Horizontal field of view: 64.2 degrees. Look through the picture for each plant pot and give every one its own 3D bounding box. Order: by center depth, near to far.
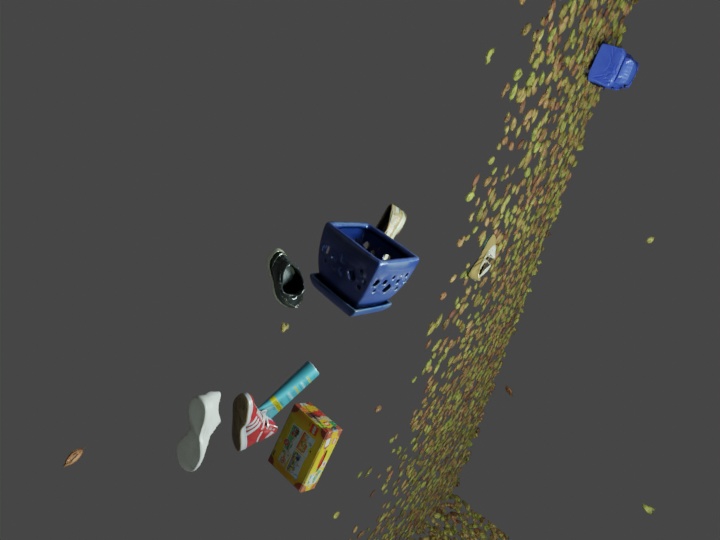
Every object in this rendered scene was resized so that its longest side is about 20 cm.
[{"bbox_3d":[0.000,0.000,1.464,0.199,0.199,0.182,-6,127,-54],"label":"plant pot"}]

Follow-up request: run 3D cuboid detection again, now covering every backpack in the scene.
[{"bbox_3d":[1.028,-0.807,2.325,0.199,0.167,0.165,-13,134,-55],"label":"backpack"}]

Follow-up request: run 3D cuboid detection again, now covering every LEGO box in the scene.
[{"bbox_3d":[-0.165,0.517,1.695,0.077,0.148,0.203,13,105,-58],"label":"LEGO box"}]

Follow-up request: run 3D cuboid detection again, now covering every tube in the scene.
[{"bbox_3d":[-0.203,0.337,1.594,0.200,0.050,0.078,-42,136,-17],"label":"tube"}]

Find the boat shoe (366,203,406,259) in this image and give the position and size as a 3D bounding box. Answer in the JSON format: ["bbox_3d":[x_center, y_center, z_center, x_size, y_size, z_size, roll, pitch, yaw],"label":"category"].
[{"bbox_3d":[0.051,-0.091,1.593,0.076,0.071,0.203,32,81,-45],"label":"boat shoe"}]

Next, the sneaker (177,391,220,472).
[{"bbox_3d":[-0.371,0.380,1.360,0.088,0.074,0.203,-16,128,-64],"label":"sneaker"}]

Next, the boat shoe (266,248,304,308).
[{"bbox_3d":[-0.165,0.033,1.365,0.074,0.066,0.201,-41,145,-28],"label":"boat shoe"}]

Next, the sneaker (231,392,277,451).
[{"bbox_3d":[-0.268,0.376,1.483,0.111,0.071,0.202,-14,136,-33],"label":"sneaker"}]

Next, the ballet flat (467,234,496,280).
[{"bbox_3d":[0.501,-0.047,2.285,0.202,0.063,0.069,-59,150,-2],"label":"ballet flat"}]
